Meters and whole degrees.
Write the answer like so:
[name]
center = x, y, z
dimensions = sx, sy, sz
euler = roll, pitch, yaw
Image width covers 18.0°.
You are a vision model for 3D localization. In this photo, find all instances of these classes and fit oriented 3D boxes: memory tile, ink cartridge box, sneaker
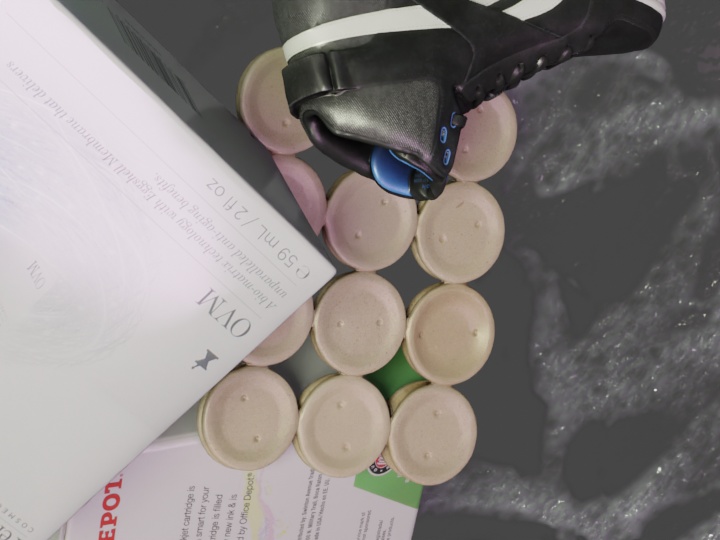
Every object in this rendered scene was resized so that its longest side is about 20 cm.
[memory tile]
center = 0.000, 0.000, 1.083
dimensions = 0.152, 0.017, 0.202
euler = 6, 94, -27
[ink cartridge box]
center = -0.073, 0.109, 1.147
dimensions = 0.199, 0.084, 0.146
euler = -8, 128, -26
[sneaker]
center = 0.051, -0.085, 1.038
dimensions = 0.198, 0.113, 0.073
euler = 3, 166, -24

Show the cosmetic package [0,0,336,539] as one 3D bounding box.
[cosmetic package]
center = -0.155, -0.017, 0.947
dimensions = 0.200, 0.123, 0.199
euler = -42, 123, 8
